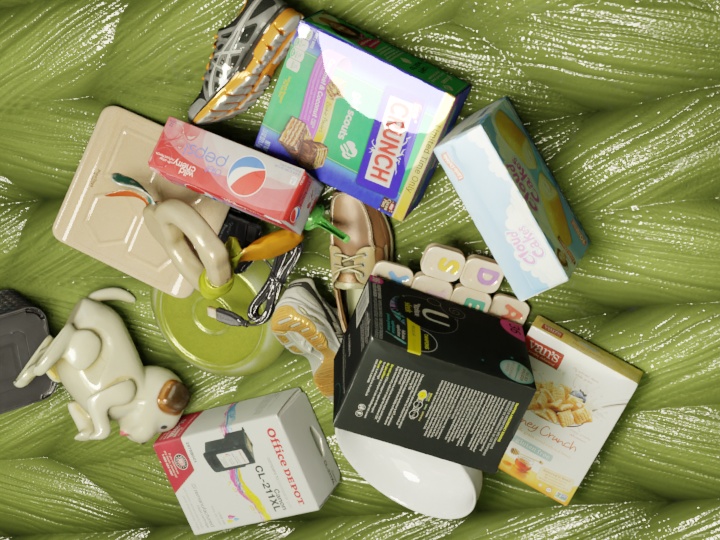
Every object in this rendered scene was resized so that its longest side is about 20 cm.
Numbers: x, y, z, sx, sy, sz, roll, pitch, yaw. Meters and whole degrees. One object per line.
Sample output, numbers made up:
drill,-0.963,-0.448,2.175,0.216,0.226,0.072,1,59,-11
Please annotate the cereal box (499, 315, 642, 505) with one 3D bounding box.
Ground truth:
cereal box,0.232,0.170,1.763,0.144,0.040,0.200,28,120,9

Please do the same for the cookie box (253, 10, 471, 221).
cookie box,0.001,-0.178,1.682,0.200,0.075,0.171,27,117,8

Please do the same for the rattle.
rattle,-0.191,-0.072,1.743,0.143,0.130,0.200,-42,58,-9

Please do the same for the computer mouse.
computer mouse,-0.171,-0.012,1.814,0.200,0.046,0.141,22,93,19

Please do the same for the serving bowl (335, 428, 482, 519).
serving bowl,0.069,0.219,1.809,0.200,0.066,0.200,25,147,18

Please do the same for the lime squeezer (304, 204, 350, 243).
lime squeezer,-0.072,-0.083,1.751,0.200,0.038,0.071,39,160,26

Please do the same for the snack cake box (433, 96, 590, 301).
snack cake box,0.172,-0.081,1.635,0.067,0.115,0.200,-26,101,28

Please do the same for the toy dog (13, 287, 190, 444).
toy dog,-0.321,0.142,1.911,0.200,0.194,0.140,40,144,-13

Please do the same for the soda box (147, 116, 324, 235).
soda box,-0.148,-0.112,1.713,0.200,0.063,0.070,22,85,24

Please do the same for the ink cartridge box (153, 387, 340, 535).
ink cartridge box,-0.149,0.252,1.920,0.200,0.083,0.146,-16,105,27

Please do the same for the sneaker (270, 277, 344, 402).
sneaker,-0.032,0.089,1.814,0.076,0.088,0.200,-14,130,27

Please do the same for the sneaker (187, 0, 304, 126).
sneaker,-0.144,-0.248,1.717,0.077,0.078,0.200,49,117,12

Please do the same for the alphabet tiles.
alphabet tiles,0.093,0.064,1.745,0.195,0.015,0.200,17,116,-10

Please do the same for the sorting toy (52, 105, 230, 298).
sorting toy,-0.262,-0.085,1.810,0.200,0.036,0.185,24,93,14

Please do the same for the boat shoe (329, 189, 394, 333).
boat shoe,0.000,0.000,1.760,0.076,0.074,0.200,-3,111,22

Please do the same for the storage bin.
storage bin,-0.517,0.120,1.931,0.094,0.200,0.135,25,127,53

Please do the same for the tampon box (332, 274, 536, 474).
tampon box,0.082,0.119,1.680,0.200,0.150,0.126,18,116,-11

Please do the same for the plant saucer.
plant saucer,-0.187,0.053,1.880,0.200,0.031,0.200,8,115,18
